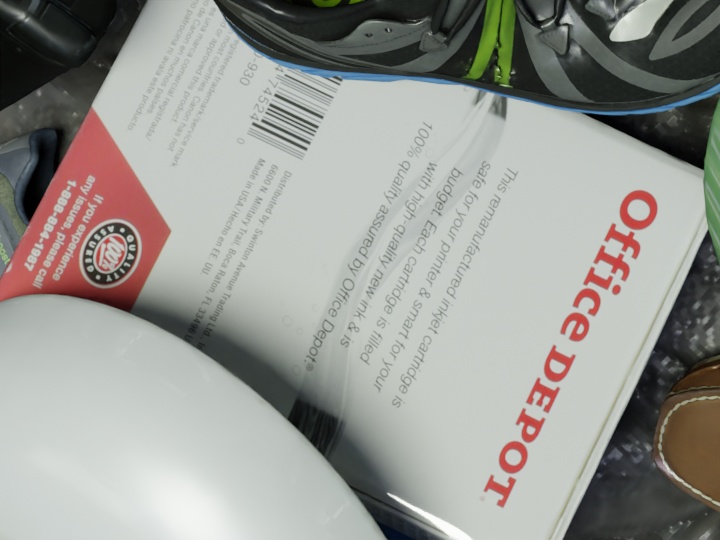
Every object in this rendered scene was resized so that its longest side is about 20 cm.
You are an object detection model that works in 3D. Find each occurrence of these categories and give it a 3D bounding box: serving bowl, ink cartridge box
[{"bbox_3d":[-0.074,0.107,0.794,0.199,0.066,0.201,27,142,23],"label":"serving bowl"},{"bbox_3d":[0.000,0.000,0.840,0.199,0.083,0.147,26,80,7],"label":"ink cartridge box"}]

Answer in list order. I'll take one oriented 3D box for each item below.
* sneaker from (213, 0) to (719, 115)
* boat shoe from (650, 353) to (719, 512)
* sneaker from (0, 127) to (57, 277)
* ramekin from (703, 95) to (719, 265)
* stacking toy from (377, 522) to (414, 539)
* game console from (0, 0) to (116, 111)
[{"bbox_3d":[0.039,-0.089,0.750,0.199,0.083,0.071,3,81,22],"label":"sneaker"},{"bbox_3d":[0.189,0.081,0.830,0.199,0.074,0.076,17,118,24],"label":"boat shoe"},{"bbox_3d":[-0.089,0.035,0.910,0.081,0.074,0.200,-41,94,18],"label":"sneaker"},{"bbox_3d":[0.202,-0.023,0.760,0.199,0.098,0.201,-8,125,-12],"label":"ramekin"},{"bbox_3d":[-0.013,0.189,0.929,0.110,0.116,0.200,37,125,8],"label":"stacking toy"},{"bbox_3d":[-0.148,-0.159,0.773,0.200,0.176,0.117,36,70,-17],"label":"game console"}]
